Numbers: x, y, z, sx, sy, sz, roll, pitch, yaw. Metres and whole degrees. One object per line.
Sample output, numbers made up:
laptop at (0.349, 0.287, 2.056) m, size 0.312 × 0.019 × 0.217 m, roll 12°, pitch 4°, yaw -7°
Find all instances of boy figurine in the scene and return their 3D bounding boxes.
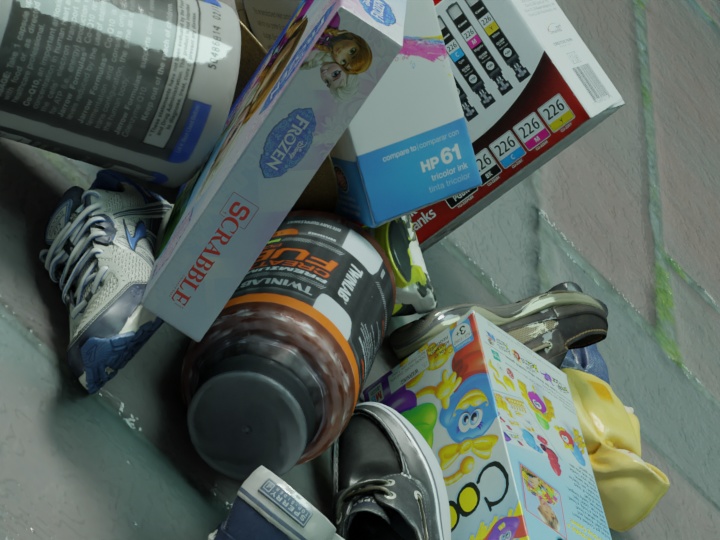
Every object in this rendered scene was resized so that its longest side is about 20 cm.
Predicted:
boy figurine at (0.172, 0.102, 1.808) m, size 0.124 × 0.064 × 0.201 m, roll 35°, pitch 27°, yaw -40°

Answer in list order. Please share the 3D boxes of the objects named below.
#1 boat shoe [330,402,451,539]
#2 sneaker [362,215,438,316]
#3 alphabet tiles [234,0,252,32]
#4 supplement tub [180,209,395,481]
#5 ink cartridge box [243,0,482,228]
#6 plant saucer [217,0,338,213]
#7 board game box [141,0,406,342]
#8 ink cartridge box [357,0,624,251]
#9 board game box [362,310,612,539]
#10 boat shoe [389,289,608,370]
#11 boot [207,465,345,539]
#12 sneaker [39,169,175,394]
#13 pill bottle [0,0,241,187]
boat shoe at (0.013, 0.159, 1.439) m, size 0.066 × 0.070 × 0.201 m, roll 43°, pitch 30°, yaw -52°
sneaker at (0.000, 0.000, 1.623) m, size 0.200 × 0.084 × 0.075 m, roll 37°, pitch 36°, yaw -83°
alphabet tiles at (-0.063, -0.118, 1.647) m, size 0.168 × 0.008 × 0.201 m, roll 72°, pitch 2°, yaw -49°
supplement tub at (-0.045, 0.047, 1.440) m, size 0.107 × 0.107 × 0.200 m, roll 48°, pitch 24°, yaw -12°
ink cartridge box at (-0.008, -0.142, 1.530) m, size 0.144 × 0.084 × 0.201 m, roll 24°, pitch -47°, yaw 68°
plant saucer at (-0.094, -0.101, 1.525) m, size 0.200 × 0.035 × 0.201 m, roll 43°, pitch -21°, yaw 21°
board game box at (-0.043, -0.084, 1.342) m, size 0.041 × 0.200 × 0.200 m, roll 32°, pitch 19°, yaw -10°
ink cartridge box at (0.054, -0.130, 1.737) m, size 0.176 × 0.200 × 0.084 m, roll 55°, pitch 25°, yaw 5°
board game box at (0.084, 0.146, 1.541) m, size 0.105 × 0.103 × 0.201 m, roll 34°, pitch 30°, yaw -36°
boat shoe at (0.103, 0.062, 1.719) m, size 0.199 × 0.074 × 0.074 m, roll -7°, pitch 75°, yaw -42°
boot at (-0.056, 0.166, 1.321) m, size 0.073 × 0.090 × 0.200 m, roll 38°, pitch -7°, yaw 16°
sneaker at (-0.149, 0.000, 1.374) m, size 0.085 × 0.077 × 0.200 m, roll 40°, pitch 18°, yaw -11°
pill bottle at (-0.178, -0.127, 1.371) m, size 0.199 × 0.114 × 0.114 m, roll 17°, pitch 39°, yaw -23°
